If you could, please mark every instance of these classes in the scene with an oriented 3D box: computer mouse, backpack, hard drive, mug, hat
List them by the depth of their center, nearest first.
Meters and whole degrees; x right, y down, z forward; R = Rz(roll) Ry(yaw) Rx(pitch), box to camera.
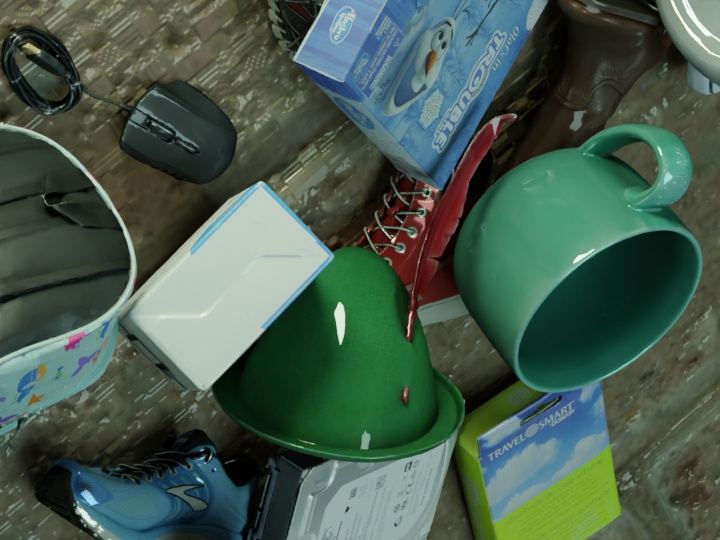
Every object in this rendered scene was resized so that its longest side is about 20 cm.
[{"bbox_3d":[-0.237,0.013,1.462,0.200,0.178,0.151,-26,154,-26],"label":"backpack"},{"bbox_3d":[-0.146,-0.100,1.557,0.200,0.034,0.059,23,104,-45],"label":"computer mouse"},{"bbox_3d":[0.000,0.000,1.577,0.165,0.200,0.176,10,112,1],"label":"hat"},{"bbox_3d":[0.152,-0.019,1.709,0.185,0.114,0.152,-40,145,4],"label":"mug"},{"bbox_3d":[-0.006,0.170,1.817,0.200,0.038,0.140,-18,130,-50],"label":"hard drive"}]

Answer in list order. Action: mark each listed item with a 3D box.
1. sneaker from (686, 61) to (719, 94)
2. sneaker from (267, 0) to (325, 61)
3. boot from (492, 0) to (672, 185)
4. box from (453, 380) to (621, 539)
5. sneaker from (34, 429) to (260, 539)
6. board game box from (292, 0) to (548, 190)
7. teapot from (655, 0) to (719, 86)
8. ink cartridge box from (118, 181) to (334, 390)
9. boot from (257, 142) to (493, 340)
[{"bbox_3d":[0.297,-0.212,1.797,0.073,0.071,0.200,-27,141,-65],"label":"sneaker"},{"bbox_3d":[-0.022,-0.178,1.573,0.081,0.075,0.200,-44,138,-6],"label":"sneaker"},{"bbox_3d":[0.135,-0.107,1.738,0.200,0.064,0.186,-55,154,13],"label":"boot"},{"bbox_3d":[0.138,0.151,1.944,0.122,0.048,0.200,-33,139,-17],"label":"box"},{"bbox_3d":[-0.143,0.145,1.714,0.200,0.078,0.090,16,98,-54],"label":"sneaker"},{"bbox_3d":[0.055,-0.175,1.595,0.200,0.043,0.199,-61,155,-6],"label":"board game box"},{"bbox_3d":[0.300,-0.195,1.696,0.200,0.198,0.146,-35,160,15],"label":"teapot"},{"bbox_3d":[-0.091,0.013,1.562,0.068,0.200,0.116,45,82,-5],"label":"ink cartridge box"},{"bbox_3d":[0.009,-0.020,1.716,0.200,0.072,0.144,-23,131,-36],"label":"boot"}]
